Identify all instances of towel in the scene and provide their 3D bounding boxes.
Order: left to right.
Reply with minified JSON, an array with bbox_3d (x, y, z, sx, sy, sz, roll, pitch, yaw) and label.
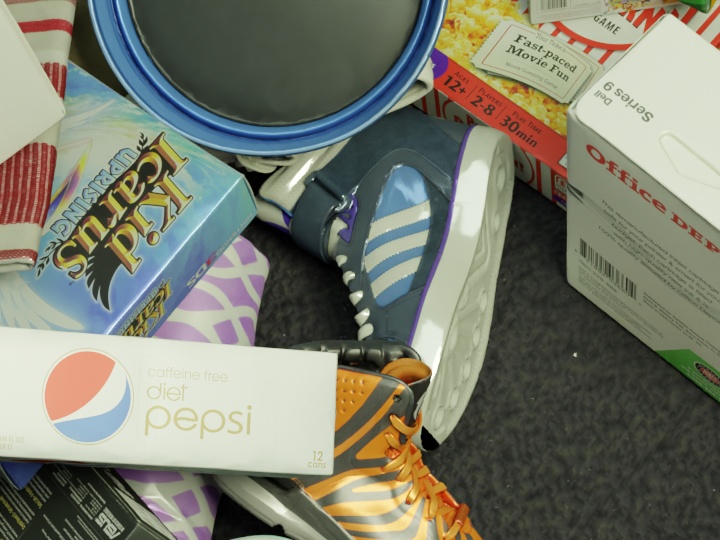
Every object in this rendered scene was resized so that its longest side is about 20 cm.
[{"bbox_3d":[-0.225,-0.082,1.251,0.143,0.023,0.201,-5,58,13],"label":"towel"}]

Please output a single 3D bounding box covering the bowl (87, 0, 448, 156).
[{"bbox_3d":[-0.049,-0.163,1.272,0.199,0.039,0.202,0,94,6],"label":"bowl"}]

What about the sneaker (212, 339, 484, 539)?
[{"bbox_3d":[0.025,0.111,1.245,0.199,0.078,0.112,31,107,-4],"label":"sneaker"}]

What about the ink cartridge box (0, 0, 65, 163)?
[{"bbox_3d":[-0.279,-0.134,1.198,0.147,0.145,0.200,-38,57,-8],"label":"ink cartridge box"}]

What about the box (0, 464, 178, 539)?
[{"bbox_3d":[-0.185,0.162,1.220,0.161,0.043,0.200,-52,32,-2],"label":"box"}]

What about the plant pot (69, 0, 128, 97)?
[{"bbox_3d":[-0.119,-0.165,1.387,0.199,0.187,0.188,-33,66,3],"label":"plant pot"}]

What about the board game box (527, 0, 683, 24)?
[{"bbox_3d":[0.190,-0.224,1.399,0.199,0.034,0.135,-7,64,1],"label":"board game box"}]

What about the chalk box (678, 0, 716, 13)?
[{"bbox_3d":[0.140,-0.261,1.333,0.199,0.124,0.125,27,69,17],"label":"chalk box"}]

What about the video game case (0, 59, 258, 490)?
[{"bbox_3d":[-0.186,-0.014,1.250,0.181,0.046,0.200,33,73,21],"label":"video game case"}]

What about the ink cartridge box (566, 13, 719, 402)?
[{"bbox_3d":[0.189,-0.023,1.263,0.146,0.200,0.084,40,73,20],"label":"ink cartridge box"}]

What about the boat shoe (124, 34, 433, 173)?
[{"bbox_3d":[-0.052,-0.089,1.328,0.199,0.072,0.066,-20,60,5],"label":"boat shoe"}]

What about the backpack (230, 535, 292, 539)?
[{"bbox_3d":[-0.058,0.240,1.200,0.177,0.151,0.201,-26,59,-1],"label":"backpack"}]

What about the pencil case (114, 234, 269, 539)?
[{"bbox_3d":[-0.109,0.068,1.317,0.085,0.084,0.201,-4,62,30],"label":"pencil case"}]

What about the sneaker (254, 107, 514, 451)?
[{"bbox_3d":[0.000,0.000,1.348,0.146,0.081,0.201,7,71,20],"label":"sneaker"}]

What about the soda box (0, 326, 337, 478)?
[{"bbox_3d":[-0.115,0.066,1.161,0.199,0.068,0.064,5,83,-21],"label":"soda box"}]

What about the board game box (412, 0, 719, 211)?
[{"bbox_3d":[0.138,-0.146,1.411,0.151,0.046,0.200,35,72,20],"label":"board game box"}]
